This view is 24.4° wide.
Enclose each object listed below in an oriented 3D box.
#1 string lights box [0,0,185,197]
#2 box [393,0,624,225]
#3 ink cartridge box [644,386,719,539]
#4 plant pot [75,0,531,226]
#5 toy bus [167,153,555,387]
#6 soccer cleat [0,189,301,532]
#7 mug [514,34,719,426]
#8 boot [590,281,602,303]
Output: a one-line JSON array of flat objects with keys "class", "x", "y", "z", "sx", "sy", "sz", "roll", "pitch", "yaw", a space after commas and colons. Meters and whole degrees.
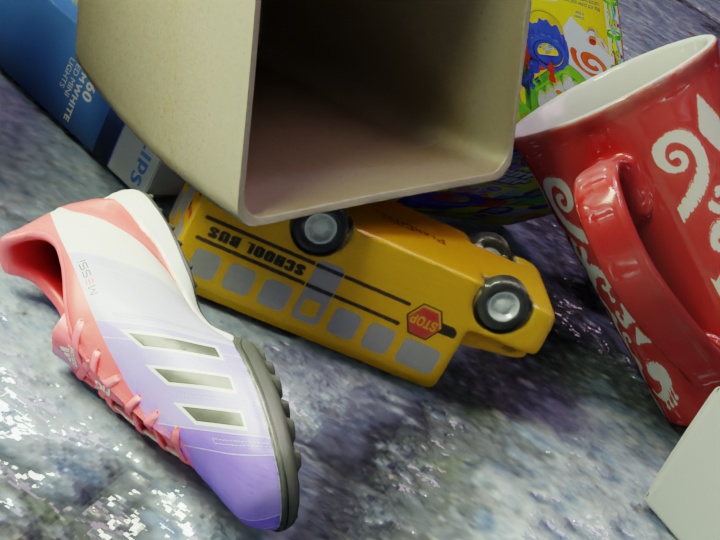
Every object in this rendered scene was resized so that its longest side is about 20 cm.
[{"class": "string lights box", "x": -0.146, "y": -0.122, "z": 0.985, "sx": 0.200, "sy": 0.059, "sz": 0.102, "roll": 40, "pitch": 25, "yaw": 26}, {"class": "box", "x": 0.069, "y": -0.143, "z": 1.088, "sx": 0.199, "sy": 0.121, "sz": 0.195, "roll": 7, "pitch": 74, "yaw": -45}, {"class": "ink cartridge box", "x": 0.275, "y": 0.143, "z": 0.895, "sx": 0.199, "sy": 0.084, "sz": 0.145, "roll": 9, "pitch": 29, "yaw": -40}, {"class": "plant pot", "x": -0.040, "y": -0.154, "z": 0.853, "sx": 0.176, "sy": 0.202, "sz": 0.199, "roll": 21, "pitch": 24, "yaw": 39}, {"class": "toy bus", "x": 0.000, "y": 0.000, "z": 0.874, "sx": 0.199, "sy": 0.079, "sz": 0.065, "roll": 23, "pitch": 21, "yaw": -16}, {"class": "soccer cleat", "x": -0.090, "y": 0.041, "z": 0.712, "sx": 0.073, "sy": 0.069, "sz": 0.200, "roll": -14, "pitch": 46, "yaw": -27}, {"class": "mug", "x": 0.174, "y": -0.010, "z": 0.979, "sx": 0.177, "sy": 0.133, "sz": 0.201, "roll": -34, "pitch": 103, "yaw": -35}, {"class": "boot", "x": 0.192, "y": -0.017, "z": 1.181, "sx": 0.155, "sy": 0.077, "sz": 0.200, "roll": -4, "pitch": 46, "yaw": -48}]
